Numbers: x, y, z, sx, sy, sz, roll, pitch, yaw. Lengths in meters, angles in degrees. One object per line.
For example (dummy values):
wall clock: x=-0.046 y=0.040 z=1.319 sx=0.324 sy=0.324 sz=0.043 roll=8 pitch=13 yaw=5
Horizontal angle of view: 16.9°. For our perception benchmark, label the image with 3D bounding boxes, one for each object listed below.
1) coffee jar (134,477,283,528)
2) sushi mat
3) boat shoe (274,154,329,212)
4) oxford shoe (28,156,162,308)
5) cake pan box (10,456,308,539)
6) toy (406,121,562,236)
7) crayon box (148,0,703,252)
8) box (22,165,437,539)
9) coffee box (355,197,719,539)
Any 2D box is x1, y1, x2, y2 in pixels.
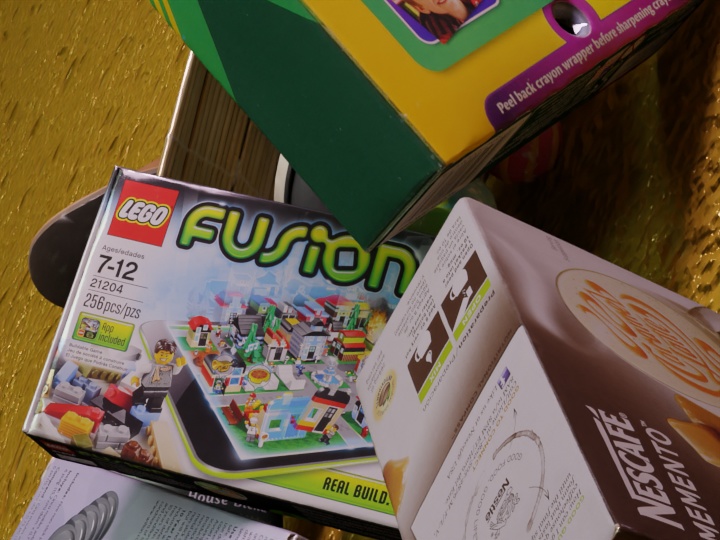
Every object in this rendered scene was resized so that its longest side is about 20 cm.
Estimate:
coffee jar: x=-0.080 y=0.113 z=1.060 sx=0.104 sy=0.085 sz=0.201 roll=-28 pitch=57 yaw=54
sushi mat: x=-0.045 y=-0.074 z=1.006 sx=0.012 sy=0.096 sz=0.200 roll=-1 pitch=65 yaw=33
boat shoe: x=0.002 y=0.000 z=0.991 sx=0.063 sy=0.074 sz=0.202 roll=20 pitch=110 yaw=36
oxford shoe: x=-0.063 y=-0.036 z=1.118 sx=0.071 sy=0.200 sz=0.071 roll=-135 pitch=28 yaw=-56
cake pan box: x=-0.102 y=0.177 z=0.908 sx=0.184 sy=0.052 sz=0.200 roll=5 pitch=65 yaw=56
toy: x=0.060 y=-0.066 z=0.977 sx=0.200 sy=0.047 sz=0.115 roll=-66 pitch=-15 yaw=-48
crayon box: x=0.015 y=-0.123 z=0.868 sx=0.200 sy=0.173 sz=0.058 roll=-35 pitch=-9 yaw=-46
box: x=-0.013 y=0.036 z=0.882 sx=0.035 sy=0.199 sz=0.110 roll=55 pitch=-130 yaw=-67
coffee box: x=0.076 y=0.071 z=0.699 sx=0.080 sy=0.114 sz=0.200 roll=-60 pitch=19 yaw=19
